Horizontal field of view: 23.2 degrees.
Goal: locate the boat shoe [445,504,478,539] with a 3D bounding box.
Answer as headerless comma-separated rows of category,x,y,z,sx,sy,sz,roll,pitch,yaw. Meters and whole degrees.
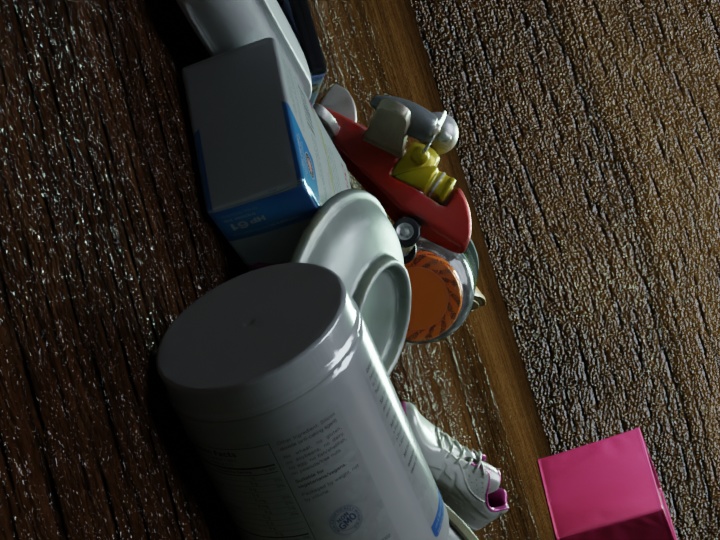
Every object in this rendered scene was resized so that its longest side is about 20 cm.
boat shoe,0.035,0.205,1.414,0.200,0.068,0.075,48,-14,-23

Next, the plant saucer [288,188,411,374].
plant saucer,-0.004,0.039,1.374,0.200,0.050,0.201,-43,140,-52

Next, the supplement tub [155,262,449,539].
supplement tub,-0.033,0.111,1.105,0.132,0.131,0.201,-93,163,-60

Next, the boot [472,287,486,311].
boot,0.116,-0.012,2.462,0.200,0.073,0.156,119,-45,-86

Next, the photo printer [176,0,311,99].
photo printer,-0.110,-0.226,1.454,0.167,0.069,0.200,64,3,33

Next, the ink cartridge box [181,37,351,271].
ink cartridge box,-0.064,-0.067,1.423,0.200,0.084,0.145,56,18,-57

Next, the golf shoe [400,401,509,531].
golf shoe,0.091,0.199,1.813,0.076,0.091,0.200,-97,164,-47

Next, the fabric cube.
fabric cube,0.457,0.443,3.201,0.197,0.198,0.200,-100,168,-46

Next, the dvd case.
dvd case,-0.072,-0.201,1.601,0.200,0.017,0.143,118,-42,-68

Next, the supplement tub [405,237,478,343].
supplement tub,0.069,0.010,1.955,0.200,0.122,0.123,-61,131,-78

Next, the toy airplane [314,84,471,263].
toy airplane,0.035,-0.123,1.833,0.200,0.141,0.200,34,-20,55
